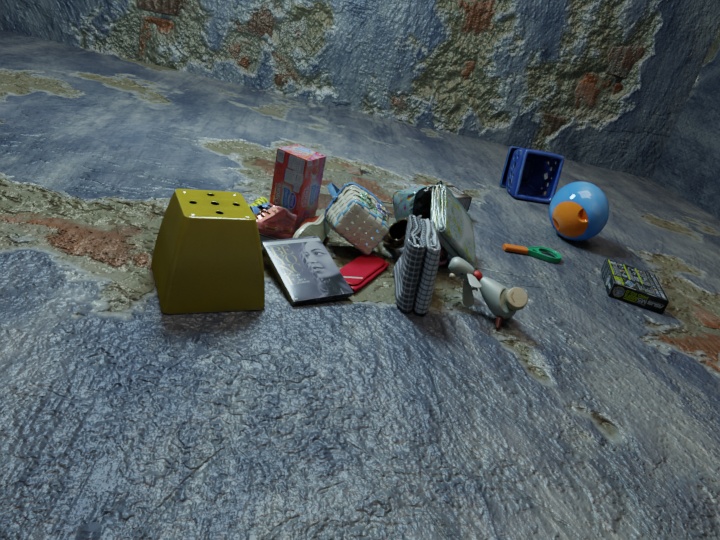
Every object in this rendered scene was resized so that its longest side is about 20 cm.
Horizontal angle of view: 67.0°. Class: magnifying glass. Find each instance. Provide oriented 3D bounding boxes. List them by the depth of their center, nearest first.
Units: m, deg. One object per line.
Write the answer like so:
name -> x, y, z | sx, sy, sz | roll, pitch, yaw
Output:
magnifying glass -> 0.538, -0.058, 1.703 | 0.195, 0.023, 0.080 | 10, 26, -13

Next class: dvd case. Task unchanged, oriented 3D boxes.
dvd case -> -0.120, -0.006, 1.205 | 0.146, 0.016, 0.201 | -7, 44, -31

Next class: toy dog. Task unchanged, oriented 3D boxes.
toy dog -> 0.281, 0.061, 1.251 | 0.197, 0.133, 0.097 | 25, 66, 31

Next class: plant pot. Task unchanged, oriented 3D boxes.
plant pot -> -0.294, -0.050, 1.068 | 0.195, 0.180, 0.200 | 0, 28, -28
plant pot -> 0.714, -0.415, 2.309 | 0.195, 0.205, 0.180 | 4, 20, -19

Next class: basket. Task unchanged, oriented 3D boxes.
basket -> -0.007, -0.142, 1.418 | 0.175, 0.140, 0.201 | 36, 11, -26

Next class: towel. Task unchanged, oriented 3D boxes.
towel -> 0.125, -0.020, 1.245 | 0.083, 0.170, 0.201 | 7, 26, -1
towel -> 0.250, -0.113, 1.459 | 0.200, 0.047, 0.174 | 42, 41, -38

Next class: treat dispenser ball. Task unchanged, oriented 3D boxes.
treat dispenser ball -> 0.762, -0.206, 1.900 | 0.195, 0.205, 0.202 | 11, 26, -5

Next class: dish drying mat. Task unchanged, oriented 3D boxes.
dish drying mat -> 0.000, 0.000, 1.306 | 0.075, 0.019, 0.199 | 23, 27, 18

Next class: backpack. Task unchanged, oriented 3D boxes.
backpack -> 0.173, -0.183, 1.598 | 0.123, 0.172, 0.200 | -2, 14, -14

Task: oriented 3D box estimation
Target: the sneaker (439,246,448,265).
sneaker -> 0.194, -0.061, 1.441 | 0.077, 0.098, 0.200 | 19, 25, 15

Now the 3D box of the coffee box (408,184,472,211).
coffee box -> 0.261, -0.232, 1.830 | 0.196, 0.081, 0.114 | -5, 32, -34

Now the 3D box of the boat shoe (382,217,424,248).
boat shoe -> 0.099, -0.104, 1.413 | 0.073, 0.077, 0.201 | 7, -11, -27

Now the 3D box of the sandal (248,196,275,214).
sandal -> -0.253, -0.123, 1.346 | 0.085, 0.081, 0.200 | 23, 33, 10

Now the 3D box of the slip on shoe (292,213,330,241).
slip on shoe -> -0.132, -0.093, 1.376 | 0.060, 0.076, 0.200 | -3, 22, 18

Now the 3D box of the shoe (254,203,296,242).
shoe -> -0.232, -0.114, 1.255 | 0.071, 0.093, 0.198 | 15, -1, 44

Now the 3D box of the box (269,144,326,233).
box -> -0.168, -0.215, 1.432 | 0.101, 0.204, 0.094 | 24, 27, 22

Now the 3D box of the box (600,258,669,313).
box -> 0.809, 0.042, 1.617 | 0.157, 0.045, 0.200 | 19, 26, 9
